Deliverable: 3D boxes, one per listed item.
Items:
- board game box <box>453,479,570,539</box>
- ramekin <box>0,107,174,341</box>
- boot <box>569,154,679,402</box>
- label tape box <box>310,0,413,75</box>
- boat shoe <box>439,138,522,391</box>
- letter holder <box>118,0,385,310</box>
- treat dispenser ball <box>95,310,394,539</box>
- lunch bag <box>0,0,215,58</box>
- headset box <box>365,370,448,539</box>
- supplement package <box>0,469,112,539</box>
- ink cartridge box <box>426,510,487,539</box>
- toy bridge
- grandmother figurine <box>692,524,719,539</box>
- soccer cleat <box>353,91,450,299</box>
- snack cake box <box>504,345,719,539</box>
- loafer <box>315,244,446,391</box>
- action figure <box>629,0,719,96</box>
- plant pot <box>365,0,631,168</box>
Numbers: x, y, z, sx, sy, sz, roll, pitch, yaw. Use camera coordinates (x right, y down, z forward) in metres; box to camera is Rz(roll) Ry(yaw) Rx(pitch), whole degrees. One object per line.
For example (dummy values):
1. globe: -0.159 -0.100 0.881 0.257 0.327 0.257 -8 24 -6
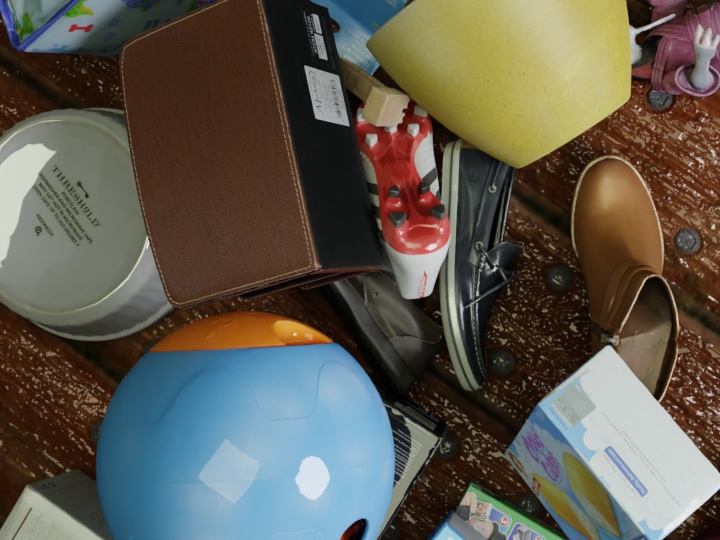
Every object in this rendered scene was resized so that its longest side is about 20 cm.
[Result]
1. board game box: 0.099 0.291 0.911 0.134 0.029 0.201 29 92 8
2. ramekin: -0.232 -0.041 0.938 0.200 0.094 0.205 0 88 8
3. boot: 0.203 0.004 0.845 0.073 0.155 0.203 -8 87 7
4. label tape box: 0.008 -0.278 0.931 0.144 0.063 0.201 38 92 8
5. boat shoe: 0.097 -0.006 0.903 0.061 0.075 0.203 0 82 13
6. letter holder: -0.084 -0.082 0.830 0.141 0.100 0.202 -15 84 27
7. treat dispenser ball: -0.076 0.129 0.761 0.198 0.201 0.204 0 87 8
8. lunch bag: -0.171 -0.262 0.876 0.199 0.170 0.128 -29 85 27
9. headset box: -0.054 0.166 0.905 0.173 0.093 0.201 31 92 8
10. supplement package: -0.195 0.267 0.911 0.199 0.110 0.114 33 92 8
11. ink cartridge box: 0.050 0.302 0.869 0.115 0.068 0.201 39 93 8
12. toy bridge: -0.042 -0.165 0.905 0.199 0.067 0.027 30 112 28
13. grandmother figurine: 0.294 0.245 0.873 0.120 0.061 0.203 12 92 -1
14. soccer cleat: 0.031 -0.066 0.891 0.068 0.086 0.201 -5 44 -7
15. snack cake box: 0.172 0.140 0.811 0.067 0.200 0.115 -37 75 -11
16. loafer: 0.000 0.000 0.924 0.071 0.073 0.201 -34 91 -12
17. action figure: 0.281 -0.186 0.890 0.198 0.149 0.135 -16 55 25
18. plant pot: 0.123 -0.164 0.855 0.199 0.200 0.143 -32 95 5
